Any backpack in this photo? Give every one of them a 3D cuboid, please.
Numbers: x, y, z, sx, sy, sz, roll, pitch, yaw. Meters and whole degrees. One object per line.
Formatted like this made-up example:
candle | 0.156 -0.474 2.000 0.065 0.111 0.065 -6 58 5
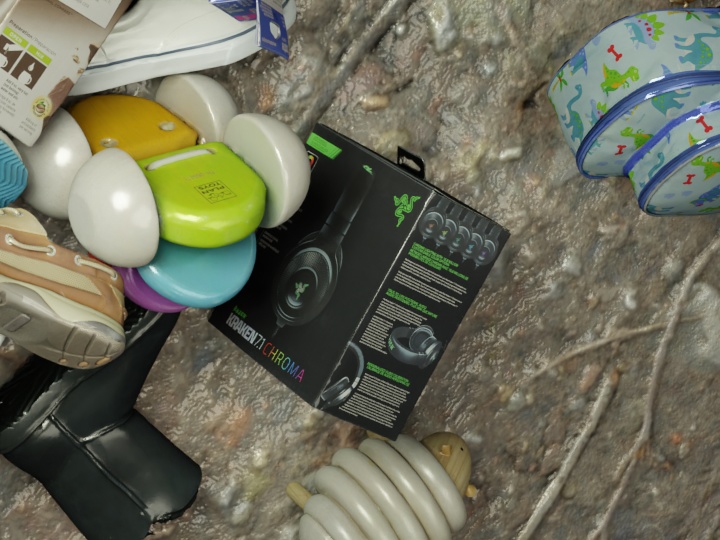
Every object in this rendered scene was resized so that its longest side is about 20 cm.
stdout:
backpack | 0.272 -0.134 1.659 0.200 0.147 0.183 -2 153 -27

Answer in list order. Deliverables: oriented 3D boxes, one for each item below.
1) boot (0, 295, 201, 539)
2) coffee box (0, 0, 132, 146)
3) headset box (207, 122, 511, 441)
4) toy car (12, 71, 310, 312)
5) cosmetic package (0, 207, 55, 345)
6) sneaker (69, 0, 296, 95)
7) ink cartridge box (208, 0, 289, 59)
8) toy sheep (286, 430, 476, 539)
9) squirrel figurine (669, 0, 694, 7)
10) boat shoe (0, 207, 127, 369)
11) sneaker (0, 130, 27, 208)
boot | -0.176 0.110 1.545 0.200 0.076 0.168 -43 124 -1
coffee box | -0.218 -0.199 1.349 0.080 0.113 0.200 37 87 -45
headset box | 0.000 0.000 1.551 0.093 0.174 0.200 26 96 -39
toy car | -0.143 -0.044 1.425 0.175 0.200 0.150 -18 125 -33
cosmetic package | -0.302 0.051 1.359 0.081 0.113 0.200 38 57 -20
sneaker | -0.137 -0.184 1.443 0.200 0.073 0.071 -20 124 -25
ink cartridge box | -0.086 -0.247 1.379 0.042 0.119 0.200 -9 91 7
toy sheep | 0.012 0.205 1.678 0.200 0.138 0.138 -39 127 -13
squirrel figurine | 0.277 -0.307 1.620 0.187 0.142 0.200 30 99 -46
boat shoe | -0.240 -0.004 1.311 0.200 0.076 0.072 31 54 -32
sneaker | -0.295 -0.099 1.284 0.077 0.081 0.200 -42 136 15
